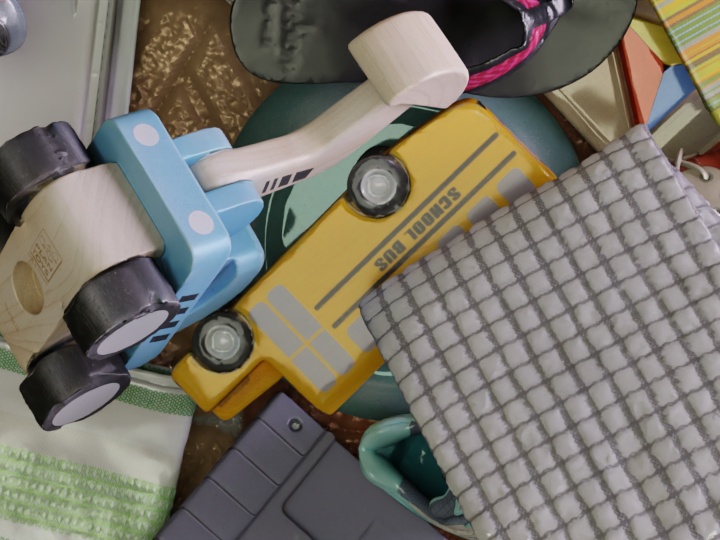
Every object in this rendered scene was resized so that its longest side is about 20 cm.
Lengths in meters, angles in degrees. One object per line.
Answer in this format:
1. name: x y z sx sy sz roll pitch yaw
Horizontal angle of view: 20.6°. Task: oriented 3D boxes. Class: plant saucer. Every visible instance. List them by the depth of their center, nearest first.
1. plant saucer: 0.020 -0.017 1.020 0.199 0.036 0.201 1 97 4

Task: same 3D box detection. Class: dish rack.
1. dish rack: -0.203 -0.088 0.993 0.171 0.044 0.201 4 76 5

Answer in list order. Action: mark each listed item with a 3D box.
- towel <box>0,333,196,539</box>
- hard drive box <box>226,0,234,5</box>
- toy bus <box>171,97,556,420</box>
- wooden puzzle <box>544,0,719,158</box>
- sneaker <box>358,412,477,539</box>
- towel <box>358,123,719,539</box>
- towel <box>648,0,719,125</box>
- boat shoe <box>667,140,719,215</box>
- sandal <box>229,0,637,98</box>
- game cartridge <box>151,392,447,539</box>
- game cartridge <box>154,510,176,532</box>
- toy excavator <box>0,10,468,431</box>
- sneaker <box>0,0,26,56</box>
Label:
1. towel: -0.173 0.134 0.997 0.149 0.031 0.200 14 90 -11
2. hard drive box: -0.067 -0.241 0.979 0.200 0.077 0.156 43 98 -1
3. toy bus: 0.000 0.000 0.973 0.078 0.065 0.200 45 97 -3
4. wooden puzzle: 0.147 -0.165 0.987 0.185 0.046 0.200 -43 92 8
5. sneaker: 0.079 0.114 0.953 0.200 0.086 0.078 11 87 44
6. towel: 0.113 0.059 0.880 0.165 0.086 0.200 -30 63 2
7. towel: 0.160 -0.175 0.951 0.086 0.018 0.200 -29 92 -4
8. boat shoe: 0.154 -0.021 0.973 0.063 0.071 0.200 40 98 -15
9. sandal: 0.038 -0.116 0.945 0.199 0.045 0.075 -5 102 -9
10. game cartridge: -0.008 0.174 1.013 0.200 0.038 0.130 42 61 -3
11. game cartridge: -0.124 0.190 1.050 0.200 0.040 0.134 15 94 -2
12. toy excavator: -0.067 -0.036 0.910 0.100 0.200 0.195 56 140 14
13. sneaker: -0.186 -0.183 0.956 0.095 0.079 0.200 -18 54 -15
